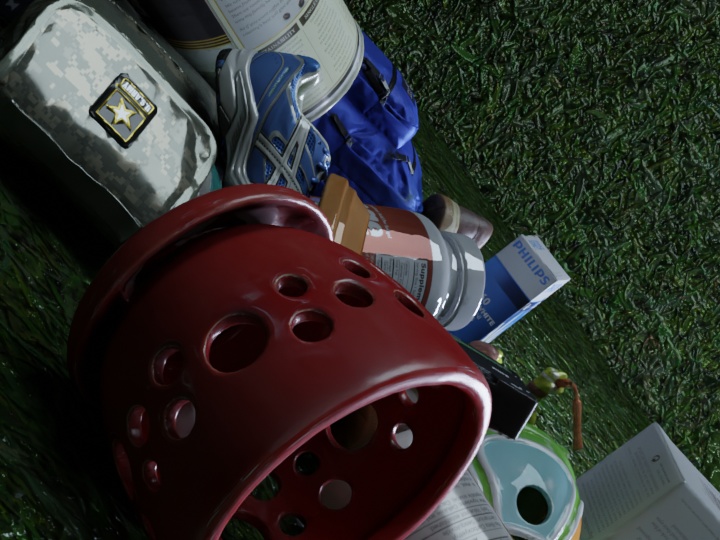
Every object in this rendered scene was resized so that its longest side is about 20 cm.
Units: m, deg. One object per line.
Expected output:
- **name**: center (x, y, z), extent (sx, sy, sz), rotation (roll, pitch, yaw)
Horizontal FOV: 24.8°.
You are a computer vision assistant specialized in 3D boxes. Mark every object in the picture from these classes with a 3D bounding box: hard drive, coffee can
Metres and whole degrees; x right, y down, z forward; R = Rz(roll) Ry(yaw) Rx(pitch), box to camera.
- **hard drive**: center (0.055, 0.065, 1.202), extent (0.140, 0.038, 0.200), rotation (31, 3, -1)
- **coffee can**: center (-0.099, -0.220, 1.272), extent (0.200, 0.146, 0.146), rotation (57, 4, -47)

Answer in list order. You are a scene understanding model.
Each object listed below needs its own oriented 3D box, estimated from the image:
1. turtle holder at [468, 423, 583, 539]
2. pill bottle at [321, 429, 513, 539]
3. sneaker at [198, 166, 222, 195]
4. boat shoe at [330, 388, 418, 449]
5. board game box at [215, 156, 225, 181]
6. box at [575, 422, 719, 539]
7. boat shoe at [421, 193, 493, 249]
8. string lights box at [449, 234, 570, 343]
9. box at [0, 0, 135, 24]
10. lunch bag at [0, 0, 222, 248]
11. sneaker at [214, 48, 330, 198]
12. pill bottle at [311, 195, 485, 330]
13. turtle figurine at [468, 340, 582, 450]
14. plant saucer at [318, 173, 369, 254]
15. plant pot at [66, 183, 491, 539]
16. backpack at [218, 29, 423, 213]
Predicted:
- **turtle holder**: center (0.092, 0.180, 1.279), extent (0.186, 0.141, 0.132), rotation (49, 15, -24)
- **pill bottle**: center (0.058, 0.216, 1.098), extent (0.200, 0.114, 0.114), rotation (57, 12, 24)
- **sneaker**: center (-0.119, -0.015, 1.247), extent (0.080, 0.071, 0.200), rotation (44, 22, -38)
- **boat shoe**: center (0.012, 0.107, 1.234), extent (0.069, 0.074, 0.200), rotation (11, 1, -11)
- **board game box**: center (-0.083, -0.029, 1.481), extent (0.200, 0.043, 0.199), rotation (47, 11, -24)
- **box**: center (0.233, 0.262, 1.431), extent (0.152, 0.200, 0.106), rotation (48, 13, -20)
- **boat shoe**: center (0.051, 0.009, 1.512), extent (0.072, 0.200, 0.072), rotation (18, 42, -25)
- **string lights box**: center (0.100, 0.047, 1.573), extent (0.059, 0.200, 0.103), rotation (53, 12, 8)
- **box**: center (-0.223, -0.303, 1.386), extent (0.123, 0.200, 0.198), rotation (42, 16, -43)
- **lunch bag**: center (-0.186, -0.112, 1.156), extent (0.164, 0.118, 0.200), rotation (46, 17, -20)
- **sneaker**: center (-0.059, -0.064, 1.171), extent (0.076, 0.077, 0.200), rotation (80, 5, -86)
- **pill bottle**: center (0.000, 0.000, 1.359), extent (0.200, 0.112, 0.112), rotation (7, 38, -33)
- **turtle figurine**: center (0.111, 0.146, 1.418), extent (0.064, 0.200, 0.161), rotation (9, 28, -26)
- **plant saucer**: center (-0.027, 0.032, 1.171), extent (0.037, 0.200, 0.200), rotation (12, 14, 0)
- **plant pot**: center (-0.057, 0.065, 0.921), extent (0.183, 0.200, 0.200), rotation (49, 9, 27)
- **backpack**: center (-0.025, -0.113, 1.448), extent (0.200, 0.168, 0.163), rotation (49, 19, -21)
